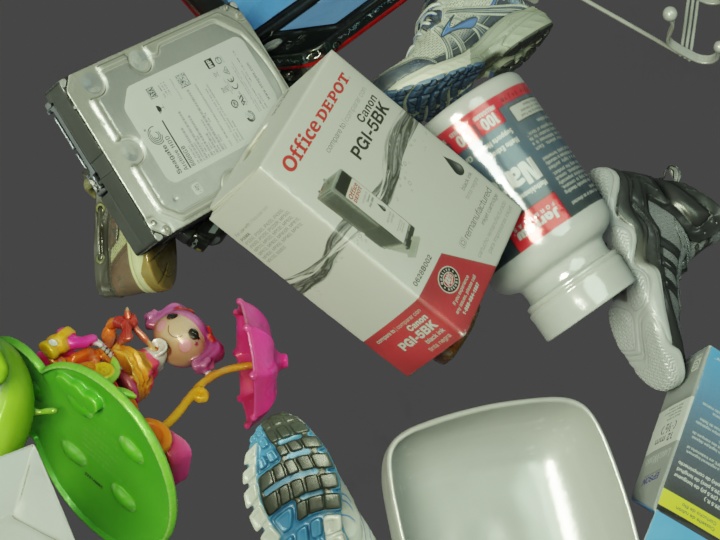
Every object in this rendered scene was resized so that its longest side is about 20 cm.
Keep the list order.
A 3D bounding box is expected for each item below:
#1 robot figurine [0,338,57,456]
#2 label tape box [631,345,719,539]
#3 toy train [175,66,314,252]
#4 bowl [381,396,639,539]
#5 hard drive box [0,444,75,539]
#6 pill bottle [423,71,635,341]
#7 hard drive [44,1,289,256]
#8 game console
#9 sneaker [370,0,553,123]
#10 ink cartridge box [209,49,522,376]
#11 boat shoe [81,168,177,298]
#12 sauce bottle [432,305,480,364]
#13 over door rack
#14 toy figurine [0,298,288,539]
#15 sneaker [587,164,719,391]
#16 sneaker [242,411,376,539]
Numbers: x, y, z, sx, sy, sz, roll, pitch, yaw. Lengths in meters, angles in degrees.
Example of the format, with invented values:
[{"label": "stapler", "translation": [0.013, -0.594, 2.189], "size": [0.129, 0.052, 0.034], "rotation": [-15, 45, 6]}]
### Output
[{"label": "robot figurine", "translation": [-0.309, 0.083, 1.145], "size": [0.199, 0.175, 0.117], "rotation": [25, 46, -34]}, {"label": "label tape box", "translation": [0.305, 0.186, 1.399], "size": [0.142, 0.066, 0.201], "rotation": [30, 64, -9]}, {"label": "toy train", "translation": [-0.086, -0.095, 1.372], "size": [0.046, 0.034, 0.201], "rotation": [36, 63, -9]}, {"label": "bowl", "translation": [0.112, 0.209, 1.313], "size": [0.198, 0.075, 0.202], "rotation": [-9, 74, -22]}, {"label": "hard drive box", "translation": [-0.283, 0.198, 1.097], "size": [0.155, 0.200, 0.077], "rotation": [-20, 78, -26]}, {"label": "pill bottle", "translation": [0.135, -0.050, 1.390], "size": [0.119, 0.120, 0.201], "rotation": [-31, 84, -27]}, {"label": "hard drive", "translation": [-0.131, -0.113, 1.289], "size": [0.199, 0.038, 0.141], "rotation": [-33, 91, -43]}, {"label": "game console", "translation": [-0.040, -0.264, 1.410], "size": [0.200, 0.172, 0.120], "rotation": [-40, 114, -27]}, {"label": "sneaker", "translation": [0.071, -0.192, 1.455], "size": [0.199, 0.077, 0.085], "rotation": [-30, 73, -34]}, {"label": "ink cartridge box", "translation": [0.006, -0.044, 1.273], "size": [0.199, 0.083, 0.147], "rotation": [38, 49, -12]}, {"label": "boat shoe", "translation": [-0.186, -0.073, 1.307], "size": [0.064, 0.073, 0.202], "rotation": [-14, 60, 12]}, {"label": "sauce bottle", "translation": [0.000, 0.000, 1.353], "size": [0.199, 0.066, 0.066], "rotation": [31, 63, -7]}, {"label": "over door rack", "translation": [0.257, -0.291, 1.556], "size": [0.198, 0.067, 0.149], "rotation": [18, 65, -14]}, {"label": "toy figurine", "translation": [-0.147, 0.081, 1.254], "size": [0.199, 0.151, 0.184], "rotation": [36, 45, 22]}, {"label": "sneaker", "translation": [0.267, -0.001, 1.446], "size": [0.113, 0.076, 0.202], "rotation": [-10, 72, -21]}, {"label": "sneaker", "translation": [-0.025, 0.200, 1.261], "size": [0.074, 0.087, 0.202], "rotation": [-24, 89, 12]}]
